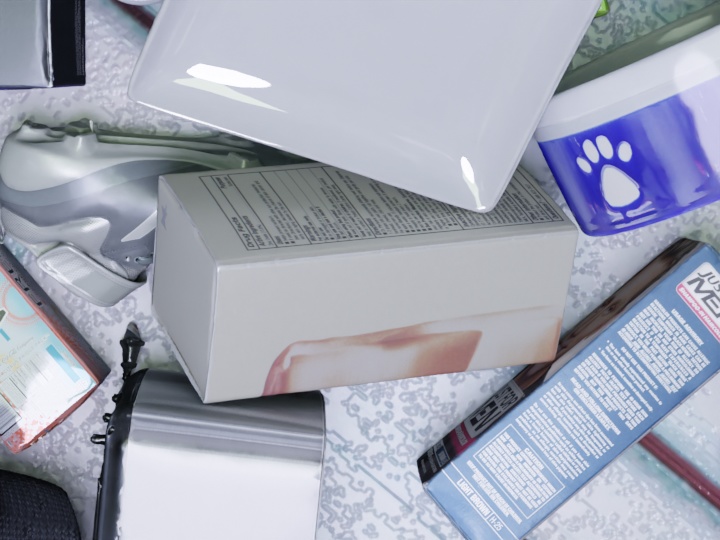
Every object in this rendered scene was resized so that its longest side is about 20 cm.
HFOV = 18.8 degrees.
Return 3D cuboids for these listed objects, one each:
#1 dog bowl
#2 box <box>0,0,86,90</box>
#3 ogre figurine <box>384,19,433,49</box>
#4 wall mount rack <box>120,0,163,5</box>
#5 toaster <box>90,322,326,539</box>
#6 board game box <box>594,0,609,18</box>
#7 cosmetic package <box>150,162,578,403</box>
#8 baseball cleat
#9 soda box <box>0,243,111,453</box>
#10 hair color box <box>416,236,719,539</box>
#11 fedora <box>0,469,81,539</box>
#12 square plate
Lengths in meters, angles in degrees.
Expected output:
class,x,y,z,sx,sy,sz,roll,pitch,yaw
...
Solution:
class,x,y,z,sx,sy,sz,roll,pitch,yaw
dog bowl,0.189,-0.093,1.131,0.200,0.200,0.079,-25,95,1
box,-0.253,-0.133,1.155,0.200,0.141,0.079,0,93,0
ogre figurine,0.071,-0.154,1.142,0.200,0.120,0.098,-9,94,1
wall mount rack,-0.061,-0.220,1.184,0.174,0.075,0.200,32,93,-3
toaster,-0.084,0.141,1.155,0.119,0.181,0.200,5,94,-3
board game box,0.065,-0.226,1.209,0.095,0.030,0.200,-16,96,0
cosmetic package,0.000,0.000,1.142,0.200,0.103,0.087,-5,122,-21
baseball cleat,-0.101,-0.029,1.208,0.200,0.070,0.107,8,109,1
soda box,-0.225,0.004,1.199,0.064,0.068,0.200,-39,93,1
hair color box,0.124,0.068,1.189,0.200,0.100,0.061,-40,93,1
fedora,-0.207,0.175,1.177,0.092,0.201,0.201,7,94,-30
square plate,0.011,-0.137,1.051,0.200,0.028,0.198,17,124,-14
